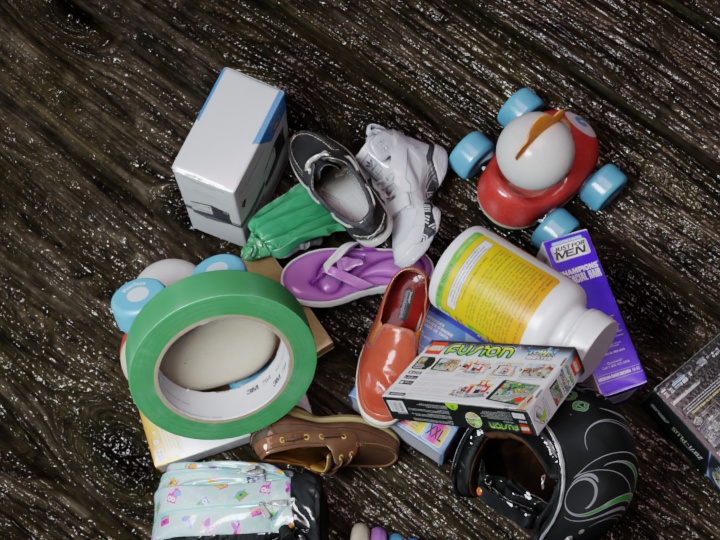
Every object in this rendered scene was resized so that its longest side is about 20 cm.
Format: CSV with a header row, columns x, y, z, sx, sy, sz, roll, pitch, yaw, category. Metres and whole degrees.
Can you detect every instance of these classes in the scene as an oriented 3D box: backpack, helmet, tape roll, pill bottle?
x,y,z,sx,sy,sz,roll,pitch,yaw,category
-0.139,0.286,1.347,0.200,0.167,0.127,-1,56,4,backpack
0.219,0.222,1.324,0.200,0.191,0.200,-1,88,42,helmet
-0.148,0.093,1.251,0.200,0.201,0.048,-18,38,-5,tape roll
0.187,0.042,1.341,0.200,0.111,0.111,33,75,26,pill bottle

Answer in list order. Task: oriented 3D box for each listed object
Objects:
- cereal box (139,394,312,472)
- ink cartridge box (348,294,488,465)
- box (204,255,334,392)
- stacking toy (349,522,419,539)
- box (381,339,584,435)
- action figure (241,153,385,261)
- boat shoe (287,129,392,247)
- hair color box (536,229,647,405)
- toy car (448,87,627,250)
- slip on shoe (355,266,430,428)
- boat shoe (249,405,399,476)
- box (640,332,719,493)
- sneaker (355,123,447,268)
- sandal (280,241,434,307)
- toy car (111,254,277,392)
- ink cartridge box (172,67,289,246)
x,y,z,sx,sy,sz,roll,pitch,yaw,category
-0.173,0.147,1.440,0.200,0.040,0.144,-19,70,-5,cereal box
0.095,0.113,1.430,0.136,0.076,0.200,31,74,11,ink cartridge box
-0.158,0.081,1.433,0.200,0.021,0.164,-32,68,-11,box
0.084,0.348,1.353,0.200,0.085,0.085,8,72,0,stacking toy
0.132,0.124,1.281,0.200,0.035,0.110,0,34,44,box
-0.070,-0.066,1.479,0.200,0.055,0.118,-32,71,-27,action figure
-0.034,-0.111,1.431,0.074,0.060,0.200,-37,59,5,boat shoe
0.275,0.063,1.424,0.065,0.109,0.200,-18,73,-5,hair color box
0.227,-0.149,1.447,0.177,0.200,0.184,-42,76,-12,toy car
0.040,0.085,1.371,0.074,0.061,0.200,14,73,7,slip on shoe
-0.041,0.208,1.365,0.200,0.072,0.068,16,42,-29,boat shoe
0.469,0.151,1.403,0.200,0.086,0.164,-39,75,-10,box
0.040,-0.097,1.465,0.115,0.075,0.200,26,51,-16,sneaker
-0.003,-0.006,1.457,0.202,0.050,0.083,-8,56,-21,sandal
-0.197,0.042,1.367,0.177,0.184,0.200,-17,39,-5,toy car
-0.154,-0.134,1.450,0.084,0.200,0.145,22,73,6,ink cartridge box
